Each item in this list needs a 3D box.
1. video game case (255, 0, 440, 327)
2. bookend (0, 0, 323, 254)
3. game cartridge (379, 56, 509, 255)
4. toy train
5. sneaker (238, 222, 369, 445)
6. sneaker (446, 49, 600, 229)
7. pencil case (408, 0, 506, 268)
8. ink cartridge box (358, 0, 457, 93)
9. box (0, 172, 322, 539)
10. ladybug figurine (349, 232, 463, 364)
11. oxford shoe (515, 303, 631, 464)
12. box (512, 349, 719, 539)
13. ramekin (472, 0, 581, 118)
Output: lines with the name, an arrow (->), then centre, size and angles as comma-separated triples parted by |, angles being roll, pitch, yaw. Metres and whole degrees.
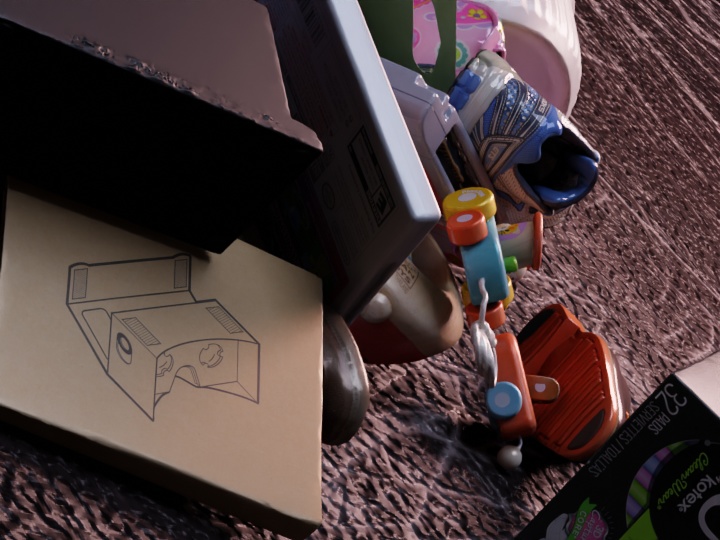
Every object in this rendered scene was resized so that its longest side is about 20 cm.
video game case -> -0.032, -0.069, 1.606 | 0.023, 0.182, 0.200 | -7, 64, -31
bookend -> -0.139, -0.137, 1.476 | 0.199, 0.092, 0.200 | 21, 40, -35
game cartridge -> 0.016, -0.075, 1.785 | 0.133, 0.041, 0.200 | 29, -16, 29
toy train -> 0.091, 0.029, 1.699 | 0.200, 0.056, 0.150 | 72, 6, -75
sneaker -> -0.073, 0.026, 1.586 | 0.076, 0.070, 0.200 | -4, 41, -38
sneaker -> 0.110, -0.061, 1.813 | 0.085, 0.077, 0.200 | 35, -5, 24
pencil case -> 0.069, -0.090, 1.899 | 0.200, 0.087, 0.087 | 75, -10, -46
ink cartridge box -> -0.023, -0.174, 1.797 | 0.048, 0.146, 0.200 | -30, 51, -27
box -> -0.103, 0.035, 1.456 | 0.200, 0.021, 0.164 | 26, 45, -30
ladybug figurine -> 0.000, 0.000, 1.710 | 0.136, 0.072, 0.200 | 48, 11, -9
oxford shoe -> 0.147, 0.081, 1.817 | 0.073, 0.071, 0.200 | 41, 12, -15
box -> 0.219, 0.170, 1.665 | 0.200, 0.149, 0.124 | 45, 19, 11
ramekin -> 0.058, -0.146, 1.977 | 0.200, 0.200, 0.105 | 27, 34, -34
